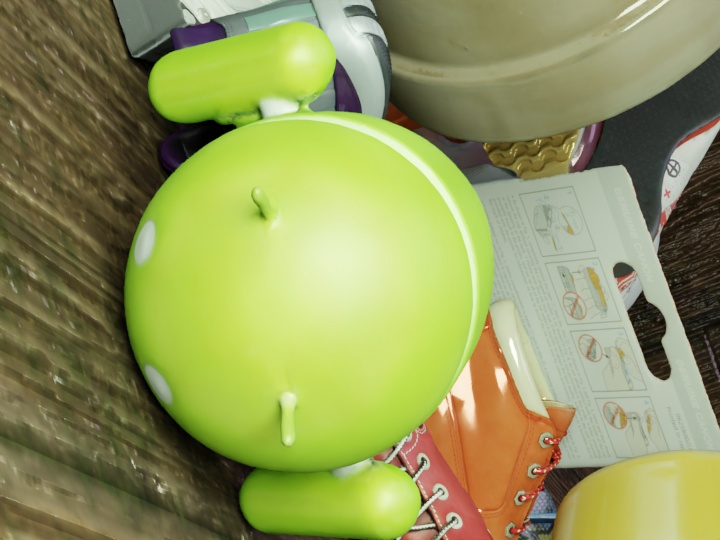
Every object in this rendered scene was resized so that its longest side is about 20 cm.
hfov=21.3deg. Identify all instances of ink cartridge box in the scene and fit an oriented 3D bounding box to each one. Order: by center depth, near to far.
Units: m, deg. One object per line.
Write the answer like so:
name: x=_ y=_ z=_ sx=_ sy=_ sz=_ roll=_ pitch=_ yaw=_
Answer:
ink cartridge box: x=0.098 y=0.023 z=0.981 sx=0.057 sy=0.200 sz=0.163 roll=-33 pitch=106 yaw=-42

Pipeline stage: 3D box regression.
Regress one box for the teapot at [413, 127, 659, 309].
teapot: x=0.086 y=-0.043 z=1.201 sx=0.197 sy=0.200 sz=0.146 roll=-57 pitch=141 yaw=-21

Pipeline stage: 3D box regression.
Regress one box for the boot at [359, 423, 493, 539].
boot: x=0.024 y=0.118 z=0.801 sx=0.200 sy=0.072 sz=0.144 roll=-112 pitch=177 yaw=-62

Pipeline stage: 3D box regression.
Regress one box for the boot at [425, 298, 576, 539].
boot: x=0.065 y=0.113 z=0.951 sx=0.075 sy=0.107 sz=0.200 roll=-61 pitch=132 yaw=-82

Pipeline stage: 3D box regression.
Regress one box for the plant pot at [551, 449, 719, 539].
plant pot: x=0.156 y=0.194 z=0.880 sx=0.201 sy=0.201 sz=0.189 roll=60 pitch=26 yaw=-47

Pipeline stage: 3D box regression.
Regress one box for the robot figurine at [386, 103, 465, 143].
robot figurine: x=0.007 y=-0.134 z=1.094 sx=0.200 sy=0.117 sz=0.144 roll=-16 pitch=91 yaw=-73

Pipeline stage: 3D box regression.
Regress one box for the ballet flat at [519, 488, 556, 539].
ballet flat: x=0.102 y=0.201 z=1.157 sx=0.074 sy=0.074 sz=0.200 roll=-98 pitch=163 yaw=-56

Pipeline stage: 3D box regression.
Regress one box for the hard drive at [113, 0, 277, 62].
hard drive: x=-0.045 y=-0.152 z=0.857 sx=0.200 sy=0.038 sz=0.140 roll=3 pitch=64 yaw=-55

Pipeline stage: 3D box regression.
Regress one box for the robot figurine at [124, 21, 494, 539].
robot figurine: x=-0.014 y=0.003 z=0.661 sx=0.200 sy=0.116 sz=0.176 roll=-41 pitch=122 yaw=-81

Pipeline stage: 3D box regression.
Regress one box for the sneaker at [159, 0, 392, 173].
sneaker: x=-0.043 y=-0.038 z=0.796 sx=0.200 sy=0.087 sz=0.074 roll=96 pitch=-22 yaw=-47

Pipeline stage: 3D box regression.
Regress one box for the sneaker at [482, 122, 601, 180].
sneaker: x=0.105 y=-0.111 z=1.057 sx=0.090 sy=0.075 sz=0.200 roll=46 pitch=31 yaw=-47

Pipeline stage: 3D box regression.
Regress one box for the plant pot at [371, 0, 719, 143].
plant pot: x=0.050 y=-0.180 z=0.762 sx=0.174 sy=0.200 sz=0.200 roll=48 pitch=20 yaw=-43

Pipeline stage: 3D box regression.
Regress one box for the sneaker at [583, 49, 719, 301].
sneaker: x=0.145 y=-0.046 z=1.075 sx=0.201 sy=0.067 sz=0.108 roll=-58 pitch=175 yaw=-41

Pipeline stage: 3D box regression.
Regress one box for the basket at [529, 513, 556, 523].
basket: x=0.155 y=0.227 z=1.054 sx=0.139 sy=0.176 sz=0.200 roll=92 pitch=-6 yaw=-76
